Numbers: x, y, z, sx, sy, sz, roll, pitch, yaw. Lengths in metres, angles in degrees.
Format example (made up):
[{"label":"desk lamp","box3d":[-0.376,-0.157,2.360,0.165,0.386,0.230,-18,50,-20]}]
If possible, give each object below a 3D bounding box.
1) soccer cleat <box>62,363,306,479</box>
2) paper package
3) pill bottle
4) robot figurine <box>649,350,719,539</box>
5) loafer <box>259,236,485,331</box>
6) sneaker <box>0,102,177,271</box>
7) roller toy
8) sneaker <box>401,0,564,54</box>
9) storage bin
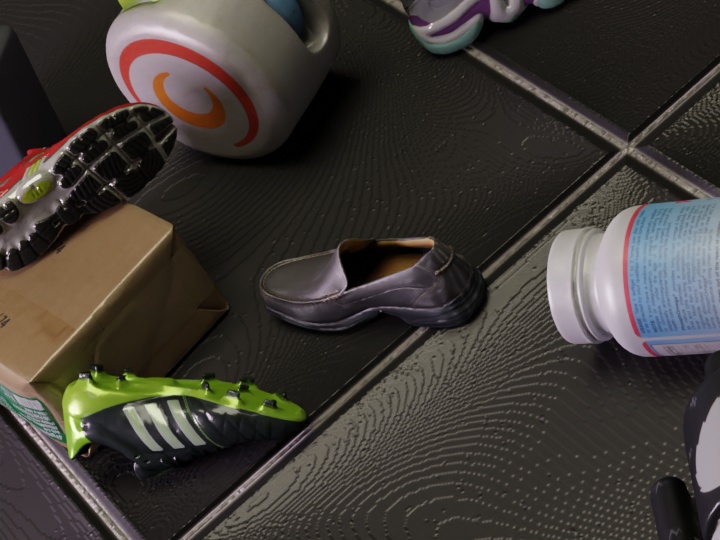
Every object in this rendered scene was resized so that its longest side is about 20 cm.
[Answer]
[{"label":"soccer cleat","box3d":[-0.137,0.122,1.765,0.199,0.082,0.067,5,11,15]},{"label":"paper package","box3d":[-0.244,0.030,1.892,0.191,0.104,0.199,-48,43,-17]},{"label":"pill bottle","box3d":[0.238,0.004,1.595,0.199,0.109,0.109,-5,47,29]},{"label":"robot figurine","box3d":[0.270,0.130,1.432,0.201,0.124,0.151,-93,24,-46]},{"label":"loafer","box3d":[0.000,0.000,1.784,0.199,0.072,0.073,-5,48,31]},{"label":"sneaker","box3d":[-0.246,-0.085,1.874,0.199,0.077,0.085,-33,34,0]},{"label":"roller toy","box3d":[-0.116,-0.200,1.980,0.181,0.200,0.140,23,61,12]},{"label":"sneaker","box3d":[0.114,-0.282,1.937,0.199,0.140,0.078,-30,39,5]},{"label":"storage bin","box3d":[-0.363,-0.134,2.076,0.133,0.201,0.146,-2,48,20]}]
